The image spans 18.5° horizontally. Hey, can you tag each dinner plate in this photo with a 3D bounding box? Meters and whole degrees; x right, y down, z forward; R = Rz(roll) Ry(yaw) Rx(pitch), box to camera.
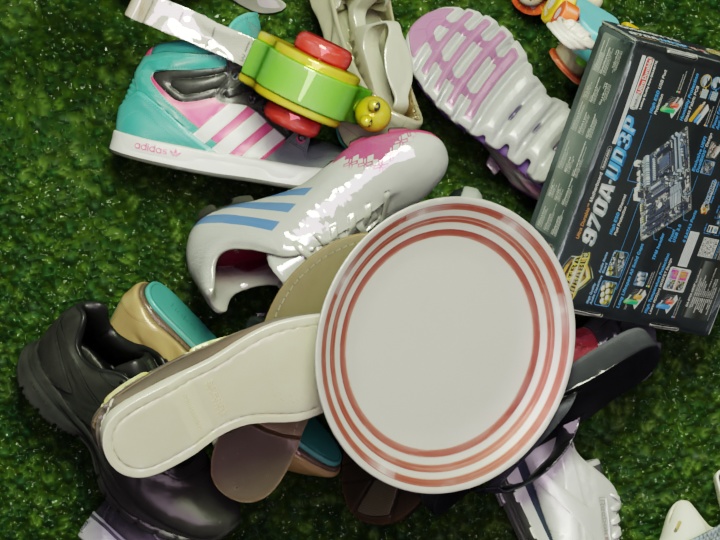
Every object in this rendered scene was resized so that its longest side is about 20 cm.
[{"bbox_3d":[0.055,0.049,1.474,0.200,0.024,0.200,-5,100,-26],"label":"dinner plate"}]

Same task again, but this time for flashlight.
[{"bbox_3d":[0.126,0.053,1.575,0.200,0.068,0.068,-3,86,-32],"label":"flashlight"}]

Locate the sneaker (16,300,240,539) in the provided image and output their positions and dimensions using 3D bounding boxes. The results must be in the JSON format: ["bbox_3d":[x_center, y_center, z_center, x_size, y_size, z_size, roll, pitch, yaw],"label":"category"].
[{"bbox_3d":[-0.155,0.106,1.541,0.200,0.091,0.076,45,37,6],"label":"sneaker"}]

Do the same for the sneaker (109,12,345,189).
[{"bbox_3d":[-0.073,-0.125,1.596,0.200,0.084,0.121,10,94,-5],"label":"sneaker"}]

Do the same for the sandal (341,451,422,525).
[{"bbox_3d":[0.042,0.091,1.607,0.082,0.055,0.200,-1,69,30],"label":"sandal"}]

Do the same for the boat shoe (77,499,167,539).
[{"bbox_3d":[-0.105,0.225,1.575,0.200,0.072,0.068,39,84,4],"label":"boat shoe"}]

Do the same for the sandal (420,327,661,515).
[{"bbox_3d":[0.129,0.110,1.543,0.200,0.076,0.043,-34,64,-3],"label":"sandal"}]

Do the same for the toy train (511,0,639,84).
[{"bbox_3d":[0.113,-0.199,1.592,0.200,0.150,0.056,51,120,31],"label":"toy train"}]

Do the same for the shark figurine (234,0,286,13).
[{"bbox_3d":[-0.082,-0.276,1.601,0.128,0.090,0.215,28,85,-6],"label":"shark figurine"}]

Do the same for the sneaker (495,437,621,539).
[{"bbox_3d":[0.160,0.195,1.607,0.080,0.076,0.200,-22,89,-14],"label":"sneaker"}]

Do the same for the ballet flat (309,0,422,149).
[{"bbox_3d":[0.005,-0.178,1.590,0.069,0.069,0.200,-10,71,-8],"label":"ballet flat"}]

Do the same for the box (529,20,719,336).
[{"bbox_3d":[0.208,-0.060,1.546,0.159,0.046,0.200,9,106,-32],"label":"box"}]

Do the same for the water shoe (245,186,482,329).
[{"bbox_3d":[0.000,0.000,1.580,0.079,0.072,0.200,45,97,-2],"label":"water shoe"}]

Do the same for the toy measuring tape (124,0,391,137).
[{"bbox_3d":[-0.071,-0.144,1.514,0.200,0.074,0.074,25,83,0],"label":"toy measuring tape"}]

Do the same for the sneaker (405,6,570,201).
[{"bbox_3d":[0.110,-0.107,1.615,0.200,0.088,0.080,42,75,6],"label":"sneaker"}]

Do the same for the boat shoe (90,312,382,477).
[{"bbox_3d":[-0.083,0.075,1.462,0.200,0.060,0.072,-24,109,-14],"label":"boat shoe"}]

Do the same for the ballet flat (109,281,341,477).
[{"bbox_3d":[-0.101,0.091,1.594,0.200,0.069,0.063,43,110,0],"label":"ballet flat"}]

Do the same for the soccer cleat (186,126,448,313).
[{"bbox_3d":[-0.026,-0.028,1.533,0.200,0.086,0.070,-23,134,11],"label":"soccer cleat"}]

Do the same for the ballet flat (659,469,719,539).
[{"bbox_3d":[0.267,0.186,1.627,0.200,0.074,0.074,-30,90,-14],"label":"ballet flat"}]

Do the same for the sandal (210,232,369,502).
[{"bbox_3d":[-0.039,0.059,1.531,0.078,0.070,0.212,30,99,-3],"label":"sandal"}]
